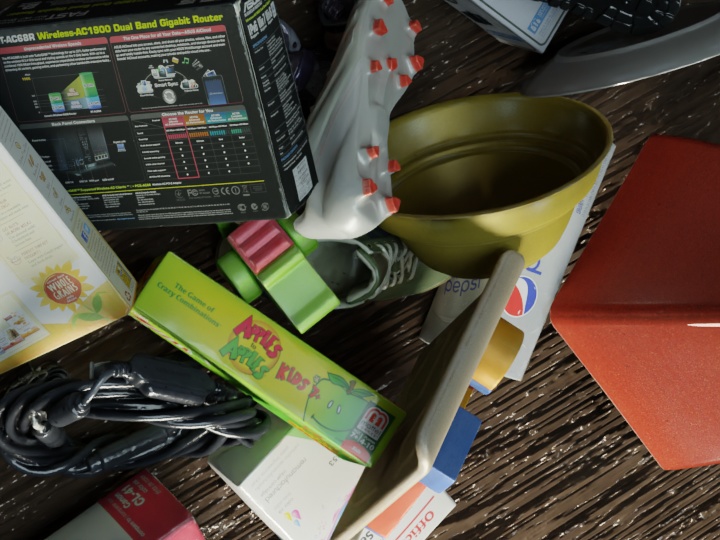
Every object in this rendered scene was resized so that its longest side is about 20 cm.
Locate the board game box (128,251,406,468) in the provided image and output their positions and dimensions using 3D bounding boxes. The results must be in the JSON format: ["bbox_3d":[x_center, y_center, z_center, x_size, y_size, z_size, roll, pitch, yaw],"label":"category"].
[{"bbox_3d":[-0.070,0.063,1.450,0.200,0.102,0.048,35,82,-8],"label":"board game box"}]

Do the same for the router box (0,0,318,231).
[{"bbox_3d":[-0.140,-0.108,1.358,0.062,0.199,0.151,-54,136,-56],"label":"router box"}]

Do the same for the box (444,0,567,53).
[{"bbox_3d":[0.079,-0.259,1.501,0.200,0.060,0.117,33,88,-31],"label":"box"}]

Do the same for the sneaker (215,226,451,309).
[{"bbox_3d":[0.000,0.000,1.518,0.199,0.090,0.067,-1,105,-28],"label":"sneaker"}]

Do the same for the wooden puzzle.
[{"bbox_3d":[0.055,0.103,1.450,0.046,0.200,0.186,30,56,-3],"label":"wooden puzzle"}]

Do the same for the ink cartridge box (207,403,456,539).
[{"bbox_3d":[-0.009,0.175,1.579,0.117,0.067,0.200,-47,120,-10],"label":"ink cartridge box"}]

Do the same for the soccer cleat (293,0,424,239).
[{"bbox_3d":[-0.007,-0.113,1.425,0.069,0.077,0.201,39,49,-43],"label":"soccer cleat"}]

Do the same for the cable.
[{"bbox_3d":[-0.158,0.113,1.437,0.200,0.163,0.051,14,56,-47],"label":"cable"}]

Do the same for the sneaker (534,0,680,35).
[{"bbox_3d":[0.136,-0.242,1.473,0.199,0.088,0.076,23,137,-14],"label":"sneaker"}]

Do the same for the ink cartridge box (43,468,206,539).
[{"bbox_3d":[-0.192,0.263,1.486,0.200,0.086,0.148,-33,129,-15],"label":"ink cartridge box"}]

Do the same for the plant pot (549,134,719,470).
[{"bbox_3d":[0.303,0.025,1.605,0.200,0.176,0.200,50,58,-30],"label":"plant pot"}]

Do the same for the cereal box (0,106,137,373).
[{"bbox_3d":[-0.261,-0.025,1.362,0.143,0.040,0.200,-23,121,19],"label":"cereal box"}]

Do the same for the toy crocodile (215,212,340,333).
[{"bbox_3d":[-0.086,-0.043,1.431,0.067,0.062,0.200,-34,74,-5],"label":"toy crocodile"}]

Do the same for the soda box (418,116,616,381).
[{"bbox_3d":[0.120,-0.022,1.592,0.068,0.063,0.201,18,96,-32],"label":"soda box"}]

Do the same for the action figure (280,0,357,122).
[{"bbox_3d":[-0.057,-0.149,1.456,0.200,0.069,0.131,28,73,-36],"label":"action figure"}]

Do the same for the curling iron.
[{"bbox_3d":[-0.163,0.074,1.489,0.199,0.026,0.050,-14,122,-24],"label":"curling iron"}]

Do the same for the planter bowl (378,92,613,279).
[{"bbox_3d":[0.089,-0.050,1.491,0.200,0.200,0.084,-24,120,-20],"label":"planter bowl"}]

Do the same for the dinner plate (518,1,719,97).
[{"bbox_3d":[0.211,-0.168,1.521,0.199,0.200,0.024,-23,103,-21],"label":"dinner plate"}]
